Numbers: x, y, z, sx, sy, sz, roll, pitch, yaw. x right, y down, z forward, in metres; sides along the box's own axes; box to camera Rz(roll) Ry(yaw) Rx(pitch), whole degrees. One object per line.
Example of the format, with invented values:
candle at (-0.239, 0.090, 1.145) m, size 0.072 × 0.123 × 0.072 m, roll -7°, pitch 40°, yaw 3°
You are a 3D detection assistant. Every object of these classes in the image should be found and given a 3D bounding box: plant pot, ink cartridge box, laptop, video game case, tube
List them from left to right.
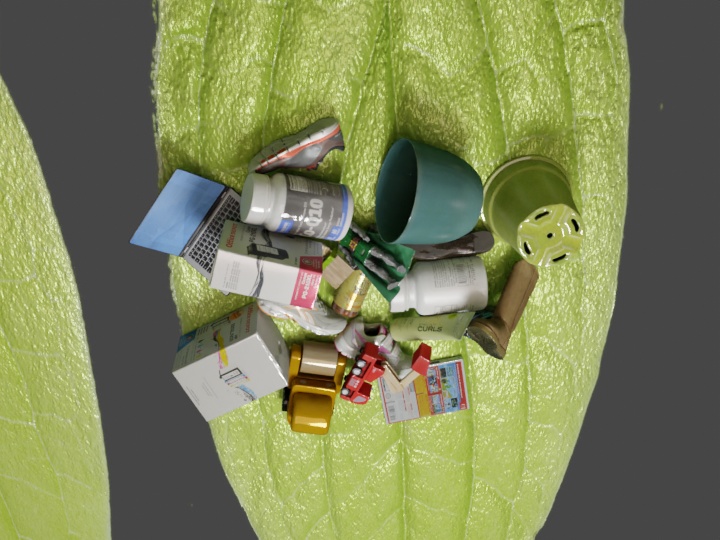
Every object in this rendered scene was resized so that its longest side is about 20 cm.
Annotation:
laptop at (-0.307, -0.070, 1.551) m, size 0.200 × 0.116 × 0.187 m, roll 40°, pitch 109°, yaw 5°
ink cartridge box at (-0.268, 0.188, 1.671) m, size 0.199 × 0.147 × 0.145 m, roll -25°, pitch 116°, yaw 7°
ink cartridge box at (-0.177, -0.013, 1.503) m, size 0.199 × 0.145 × 0.085 m, roll 13°, pitch 114°, yaw -9°
video game case at (0.145, 0.277, 1.823) m, size 0.199 × 0.017 × 0.144 m, roll -11°, pitch 117°, yaw 1°
tube at (0.148, 0.118, 1.645) m, size 0.052 × 0.199 × 0.058 m, roll 5°, pitch 82°, yaw -42°
plant pot at (0.138, -0.141, 1.521) m, size 0.160 × 0.201 × 0.201 m, roll 7°, pitch 116°, yaw -21°
plant pot at (0.351, -0.103, 1.557) m, size 0.199 × 0.184 × 0.201 m, roll -2°, pitch 116°, yaw -4°

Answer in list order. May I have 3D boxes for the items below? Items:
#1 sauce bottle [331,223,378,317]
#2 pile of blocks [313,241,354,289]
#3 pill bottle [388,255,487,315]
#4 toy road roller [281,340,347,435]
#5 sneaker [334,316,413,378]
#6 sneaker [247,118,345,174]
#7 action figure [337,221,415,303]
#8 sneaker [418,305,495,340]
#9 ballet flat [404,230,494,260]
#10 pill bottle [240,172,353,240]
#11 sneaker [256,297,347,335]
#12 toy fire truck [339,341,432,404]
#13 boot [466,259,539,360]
sauce bottle at (0.000, 0.000, 1.645) m, size 0.066 × 0.066 × 0.201 m, roll 17°, pitch 113°, yaw -13°
pile of blocks at (-0.107, -0.035, 1.614) m, size 0.199 × 0.062 × 0.082 m, roll 19°, pitch 114°, yaw -2°
pill bottle at (0.157, 0.034, 1.648) m, size 0.199 × 0.114 × 0.115 m, roll -5°, pitch 117°, yaw -3°
toy road roller at (-0.102, 0.267, 1.725) m, size 0.122 × 0.146 × 0.201 m, roll 8°, pitch 116°, yaw -9°
sneaker at (0.047, 0.167, 1.724) m, size 0.199 × 0.081 × 0.088 m, roll 25°, pitch 114°, yaw -17°
sneaker at (-0.119, -0.216, 1.525) m, size 0.199 × 0.077 × 0.082 m, roll -24°, pitch 122°, yaw 8°
action figure at (0.009, -0.039, 1.574) m, size 0.055 × 0.200 × 0.119 m, roll 5°, pitch 117°, yaw -53°
sneaker at (0.226, 0.109, 1.709) m, size 0.199 × 0.082 × 0.074 m, roll 4°, pitch 118°, yaw -5°
ballet flat at (0.179, -0.055, 1.645) m, size 0.199 × 0.046 × 0.068 m, roll -4°, pitch 84°, yaw -1°
pill bottle at (-0.124, -0.125, 1.524) m, size 0.199 × 0.114 × 0.114 m, roll 7°, pitch 116°, yaw -22°
sneaker at (-0.113, 0.069, 1.668) m, size 0.199 × 0.076 × 0.092 m, roll 20°, pitch 109°, yaw -15°
toy fire truck at (0.052, 0.219, 1.676) m, size 0.140 × 0.049 × 0.200 m, roll 24°, pitch 124°, yaw -6°
boot at (0.295, 0.065, 1.621) m, size 0.201 × 0.066 × 0.175 m, roll -63°, pitch 153°, yaw -13°
